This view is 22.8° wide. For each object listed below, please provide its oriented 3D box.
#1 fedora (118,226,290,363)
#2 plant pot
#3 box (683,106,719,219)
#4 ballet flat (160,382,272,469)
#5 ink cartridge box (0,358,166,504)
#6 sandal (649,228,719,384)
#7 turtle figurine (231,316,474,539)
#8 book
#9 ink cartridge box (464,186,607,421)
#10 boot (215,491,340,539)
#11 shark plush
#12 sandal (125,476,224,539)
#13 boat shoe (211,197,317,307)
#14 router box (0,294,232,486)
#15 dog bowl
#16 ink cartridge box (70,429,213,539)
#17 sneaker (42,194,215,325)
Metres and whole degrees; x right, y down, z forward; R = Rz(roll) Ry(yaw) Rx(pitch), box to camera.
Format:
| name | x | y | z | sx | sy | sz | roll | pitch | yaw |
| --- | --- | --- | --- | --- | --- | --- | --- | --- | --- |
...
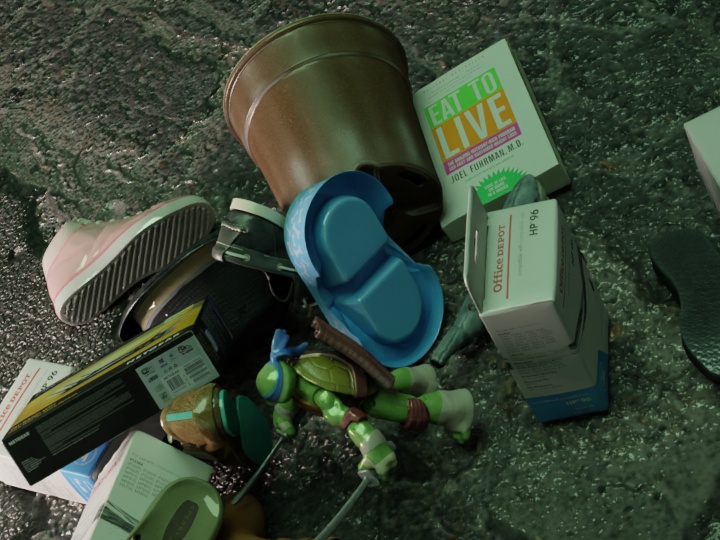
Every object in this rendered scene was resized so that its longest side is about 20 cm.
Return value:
| name | x | y | z | sx | sy | sz | roll | pitch | yaw |
| --- | --- | --- | --- | --- | --- | --- | --- | --- | --- |
| fedora | -0.138 | 0.035 | 1.757 | 0.201 | 0.201 | 0.092 | -36 | 77 | -5 |
| plant pot | -0.016 | -0.118 | 1.791 | 0.200 | 0.200 | 0.198 | -27 | 52 | 5 |
| box | 0.372 | -0.047 | 1.547 | 0.097 | 0.124 | 0.200 | -25 | 44 | 6 |
| ballet flat | -0.133 | 0.142 | 1.586 | 0.072 | 0.200 | 0.068 | -9 | 78 | 8 |
| ink cartridge box | -0.300 | 0.159 | 1.773 | 0.200 | 0.068 | 0.116 | 7 | 55 | 34 |
| sandal | 0.312 | 0.034 | 1.575 | 0.076 | 0.043 | 0.200 | -16 | 35 | 5 |
| turtle figurine | -0.009 | 0.147 | 1.568 | 0.144 | 0.194 | 0.200 | -29 | 65 | 56 |
| book | 0.124 | -0.131 | 1.822 | 0.134 | 0.048 | 0.200 | -28 | 44 | 11 |
| ink cartridge box | 0.154 | 0.024 | 1.536 | 0.068 | 0.200 | 0.116 | -12 | 47 | 20 |
| boot | -0.077 | 0.249 | 1.523 | 0.155 | 0.074 | 0.200 | -28 | 28 | 32 |
| shark plush | 0.116 | 0.005 | 1.670 | 0.200 | 0.083 | 0.091 | -45 | 45 | -14 |
| sandal | -0.171 | 0.249 | 1.472 | 0.080 | 0.057 | 0.201 | 26 | 55 | -5 |
| boat shoe | -0.058 | 0.004 | 1.697 | 0.072 | 0.200 | 0.068 | 4 | 67 | 50 |
| router box | -0.217 | 0.106 | 1.626 | 0.200 | 0.052 | 0.157 | -30 | 9 | 5 |
| dog bowl | 0.000 | 0.000 | 1.666 | 0.050 | 0.200 | 0.111 | 0 | 38 | 51 |
| ink cartridge box | -0.216 | 0.262 | 1.572 | 0.147 | 0.083 | 0.200 | -50 | 16 | 56 |
| sneaker | -0.258 | -0.036 | 1.918 | 0.200 | 0.075 | 0.105 | -36 | 49 | 1 |
